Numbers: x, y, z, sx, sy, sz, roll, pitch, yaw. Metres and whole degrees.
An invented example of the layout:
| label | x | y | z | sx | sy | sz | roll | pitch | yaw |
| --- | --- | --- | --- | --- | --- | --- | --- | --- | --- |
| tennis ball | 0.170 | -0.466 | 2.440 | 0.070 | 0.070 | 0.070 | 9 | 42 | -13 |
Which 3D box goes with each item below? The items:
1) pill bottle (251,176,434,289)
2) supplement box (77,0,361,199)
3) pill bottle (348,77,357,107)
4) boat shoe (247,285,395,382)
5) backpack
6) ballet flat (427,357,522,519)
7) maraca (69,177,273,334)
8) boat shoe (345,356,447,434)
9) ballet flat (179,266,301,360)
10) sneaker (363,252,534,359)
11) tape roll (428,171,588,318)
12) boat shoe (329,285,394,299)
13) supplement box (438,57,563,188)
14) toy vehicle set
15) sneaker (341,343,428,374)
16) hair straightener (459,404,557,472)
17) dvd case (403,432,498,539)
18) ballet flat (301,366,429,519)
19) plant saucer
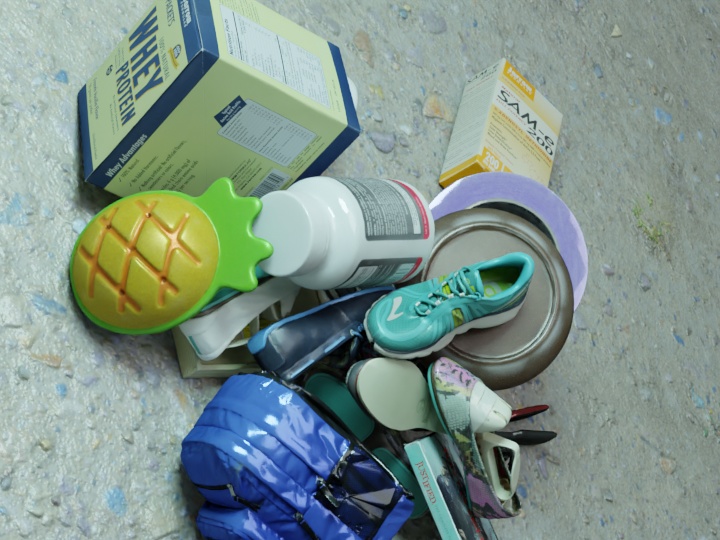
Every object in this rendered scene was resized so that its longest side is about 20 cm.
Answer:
| label | x | y | z | sx | sy | sz | roll | pitch | yaw |
| --- | --- | --- | --- | --- | --- | --- | --- | --- | --- |
| pill bottle | -0.021 | -0.038 | 1.537 | 0.199 | 0.110 | 0.112 | -3 | 71 | -55 |
| supplement box | -0.144 | -0.158 | 1.540 | 0.199 | 0.200 | 0.135 | 25 | 35 | -35 |
| pill bottle | -0.107 | -0.209 | 1.693 | 0.199 | 0.110 | 0.112 | 31 | 49 | -32 |
| boat shoe | -0.032 | 0.072 | 1.575 | 0.199 | 0.084 | 0.069 | -21 | 82 | -38 |
| backpack | -0.075 | 0.203 | 1.460 | 0.200 | 0.162 | 0.168 | 48 | 62 | -17 |
| ballet flat | 0.130 | 0.176 | 1.610 | 0.069 | 0.071 | 0.201 | -50 | 129 | -50 |
| maraca | -0.182 | -0.014 | 1.464 | 0.107 | 0.198 | 0.138 | 48 | 26 | -77 |
| boat shoe | 0.041 | 0.128 | 1.606 | 0.199 | 0.062 | 0.072 | 22 | 88 | -52 |
| ballet flat | -0.109 | 0.032 | 1.561 | 0.200 | 0.069 | 0.070 | -34 | 94 | -46 |
| sneaker | 0.091 | 0.027 | 1.566 | 0.199 | 0.080 | 0.078 | -22 | 70 | -26 |
| tape roll | 0.147 | -0.003 | 1.713 | 0.198 | 0.085 | 0.202 | 2 | 77 | -7 |
| boat shoe | 0.000 | 0.000 | 1.724 | 0.200 | 0.062 | 0.073 | 48 | 39 | -17 |
| supplement box | 0.185 | -0.159 | 1.995 | 0.126 | 0.073 | 0.201 | 39 | 45 | -25 |
| toy vehicle set | -0.114 | 0.047 | 1.608 | 0.199 | 0.026 | 0.125 | 2 | 67 | -45 |
| sneaker | 0.048 | 0.108 | 1.706 | 0.199 | 0.074 | 0.081 | 35 | 47 | -28 |
| hair straightener | 0.173 | 0.202 | 1.792 | 0.199 | 0.041 | 0.078 | 1 | 68 | -57 |
| dvd case | 0.101 | 0.244 | 1.654 | 0.147 | 0.022 | 0.200 | 67 | 10 | 7 |
| ballet flat | 0.006 | 0.177 | 1.642 | 0.201 | 0.072 | 0.072 | 52 | 42 | -12 |
| plant saucer | 0.135 | 0.027 | 1.646 | 0.198 | 0.032 | 0.202 | 1 | 76 | -6 |
